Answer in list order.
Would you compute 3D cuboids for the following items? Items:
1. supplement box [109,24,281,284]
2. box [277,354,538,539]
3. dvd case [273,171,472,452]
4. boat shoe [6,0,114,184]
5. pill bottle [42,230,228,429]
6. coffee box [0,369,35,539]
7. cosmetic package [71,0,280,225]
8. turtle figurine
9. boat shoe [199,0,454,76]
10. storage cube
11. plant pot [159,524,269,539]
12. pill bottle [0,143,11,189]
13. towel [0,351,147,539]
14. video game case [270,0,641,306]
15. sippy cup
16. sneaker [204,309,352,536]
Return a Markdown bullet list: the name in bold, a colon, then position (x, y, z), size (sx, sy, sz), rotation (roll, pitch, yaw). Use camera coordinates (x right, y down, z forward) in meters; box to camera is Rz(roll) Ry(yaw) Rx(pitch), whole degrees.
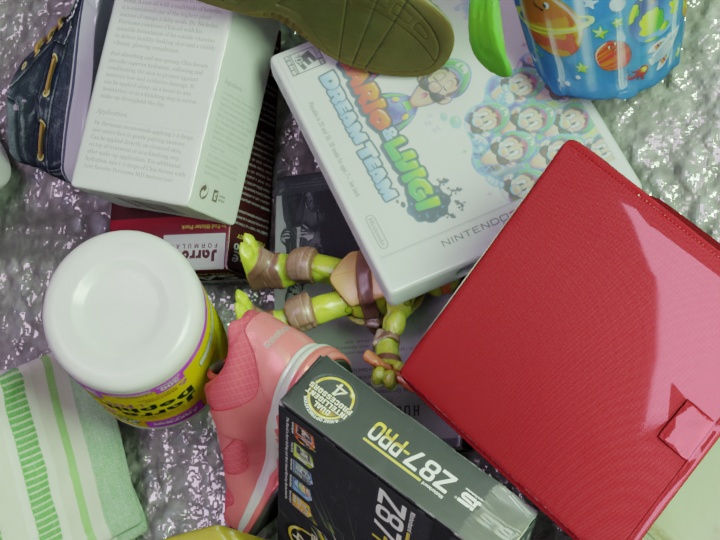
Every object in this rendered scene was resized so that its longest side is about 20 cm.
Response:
- **supplement box**: position (-0.122, -0.092, 1.253), size (0.108, 0.061, 0.202), rotation (-2, 80, 26)
- **box**: position (0.022, 0.158, 1.044), size (0.161, 0.201, 0.049), rotation (34, 61, 17)
- **dvd case**: position (0.007, 0.027, 1.182), size (0.149, 0.025, 0.202), rotation (-5, 78, 27)
- **boat shoe**: position (-0.219, -0.168, 1.302), size (0.090, 0.071, 0.203), rotation (17, 100, 30)
- **pill bottle**: position (-0.144, 0.048, 1.151), size (0.103, 0.200, 0.106), rotation (-1, 75, 3)
- **coffee box**: position (-0.247, 0.179, 1.238), size (0.079, 0.113, 0.202), rotation (-4, 79, 27)
- **cosmetic package**: position (-0.122, -0.142, 1.188), size (0.100, 0.071, 0.202), rotation (11, 85, 25)
- **turtle figurine**: position (0.000, 0.000, 1.140), size (0.159, 0.065, 0.202), rotation (-5, 64, 12)
- **boat shoe**: position (-0.030, -0.190, 1.115), size (0.199, 0.066, 0.072), rotation (19, 127, -6)
- **storage cube**: position (0.162, 0.059, 1.008), size (0.180, 0.171, 0.201), rotation (42, 101, 28)
- **plant pot**: position (-0.103, 0.280, 1.105), size (0.200, 0.195, 0.194), rotation (-45, 63, 4)
- **pill bottle**: position (-0.379, -0.044, 1.351), size (0.199, 0.113, 0.114), rotation (-39, 65, 17)
- **towel**: position (-0.232, 0.148, 1.166), size (0.023, 0.199, 0.154), rotation (-7, 101, 37)
- **video game case**: position (0.060, -0.094, 1.122), size (0.180, 0.024, 0.201), rotation (-22, 63, -9)
- **sippy cup**: position (0.151, -0.184, 1.072), size (0.176, 0.131, 0.140), rotation (-10, 39, 4)
- **sneaker**: position (-0.066, 0.098, 1.126), size (0.087, 0.074, 0.201), rotation (38, 139, 17)
